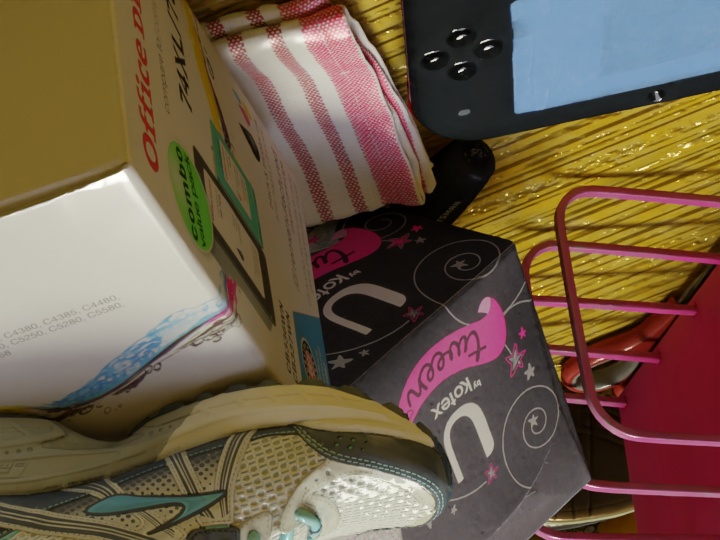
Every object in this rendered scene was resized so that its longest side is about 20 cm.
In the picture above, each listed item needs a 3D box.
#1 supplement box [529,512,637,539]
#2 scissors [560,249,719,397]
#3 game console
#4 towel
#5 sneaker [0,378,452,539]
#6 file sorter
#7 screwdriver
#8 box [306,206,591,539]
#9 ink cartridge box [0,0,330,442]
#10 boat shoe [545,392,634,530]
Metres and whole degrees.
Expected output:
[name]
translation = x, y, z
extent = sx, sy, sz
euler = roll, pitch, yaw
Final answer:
[supplement box]
translation = 0.057, 0.178, 1.379
extent = 0.200, 0.110, 0.109
euler = -13, 139, -1
[scissors]
translation = 0.170, 0.014, 1.251
extent = 0.073, 0.014, 0.200
euler = 7, 145, -28
[game console]
translation = 0.112, -0.118, 0.953
extent = 0.200, 0.031, 0.177
euler = -13, 153, -3
[towel]
translation = -0.080, -0.040, 1.013
extent = 0.200, 0.030, 0.146
euler = -18, 152, 9
[sneaker]
translation = -0.065, 0.096, 0.848
extent = 0.200, 0.086, 0.078
euler = -7, 143, -5
[file sorter]
translation = 0.120, 0.067, 1.179
extent = 0.125, 0.139, 0.200
euler = 5, 146, -17
[screwdriver]
translation = 0.000, 0.000, 1.127
extent = 0.029, 0.028, 0.200
euler = -28, 168, -45
[box]
translation = -0.020, 0.081, 1.036
extent = 0.200, 0.115, 0.132
euler = -40, 126, -30
[ink cartridge box]
translation = -0.113, -0.012, 0.889
extent = 0.146, 0.147, 0.200
euler = -18, 143, 11
[boat shoe]
translation = 0.060, 0.107, 1.322
extent = 0.200, 0.073, 0.065
euler = -1, 158, -8
